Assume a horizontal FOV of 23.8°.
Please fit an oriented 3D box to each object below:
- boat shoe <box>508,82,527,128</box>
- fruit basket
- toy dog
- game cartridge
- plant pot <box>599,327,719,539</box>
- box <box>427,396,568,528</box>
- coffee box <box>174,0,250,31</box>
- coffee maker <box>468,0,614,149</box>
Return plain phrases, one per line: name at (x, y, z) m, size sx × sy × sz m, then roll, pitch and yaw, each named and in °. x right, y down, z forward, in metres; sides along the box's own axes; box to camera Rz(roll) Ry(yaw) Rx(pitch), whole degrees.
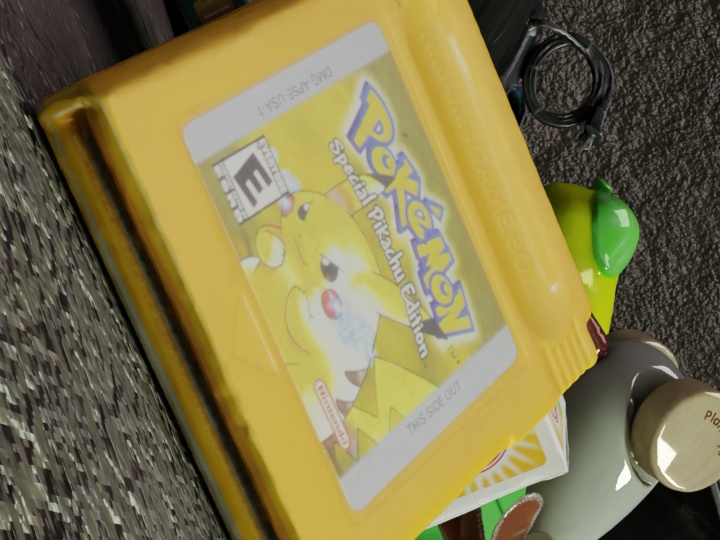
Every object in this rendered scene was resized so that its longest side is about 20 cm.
boat shoe at (0.044, -0.050, 0.895) m, size 0.201 × 0.068 × 0.084 m, roll -74°, pitch 145°, yaw -45°
fruit basket at (0.074, 0.049, 0.941) m, size 0.216 × 0.214 × 0.156 m, roll -106°, pitch 172°, yaw -71°
toy dog at (0.082, 0.093, 0.789) m, size 0.096 × 0.200 × 0.132 m, roll 47°, pitch -24°, yaw -22°
game cartridge at (0.002, -0.009, 0.570) m, size 0.200 × 0.032 × 0.177 m, roll -36°, pitch 106°, yaw -48°
plant pot at (0.106, 0.130, 1.142) m, size 0.178 × 0.199 × 0.201 m, roll 54°, pitch -7°, yaw 44°
box at (0.000, 0.000, 0.700) m, size 0.101 × 0.112 × 0.201 m, roll -59°, pitch 127°, yaw -78°
coffee box at (-0.067, -0.117, 1.054) m, size 0.123 × 0.044 × 0.201 m, roll 63°, pitch 0°, yaw -43°
coffee maker at (0.055, -0.159, 0.796) m, size 0.200 × 0.190 × 0.136 m, roll 122°, pitch -23°, yaw -74°
